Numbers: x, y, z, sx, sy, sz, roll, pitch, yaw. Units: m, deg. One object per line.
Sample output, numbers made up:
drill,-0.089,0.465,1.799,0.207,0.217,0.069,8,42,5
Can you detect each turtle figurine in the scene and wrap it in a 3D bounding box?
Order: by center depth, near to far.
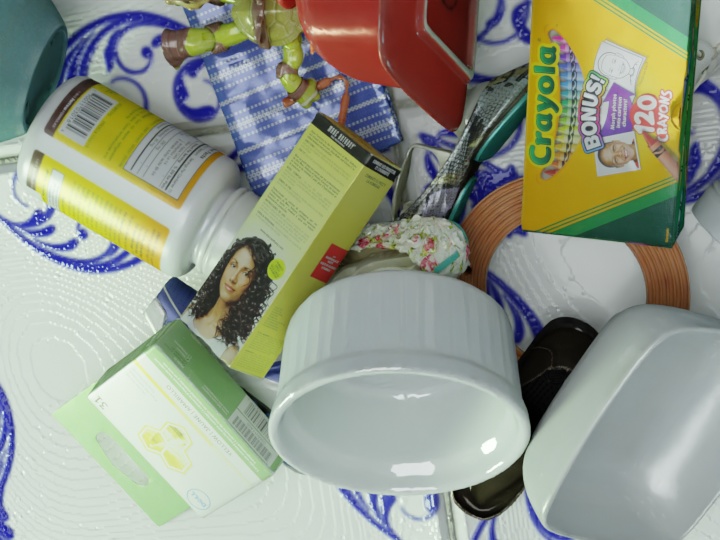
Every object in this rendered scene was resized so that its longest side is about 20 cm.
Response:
turtle figurine,-0.079,-0.195,1.422,0.159,0.064,0.203,0,103,17

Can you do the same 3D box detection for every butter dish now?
butter dish,0.003,-0.220,1.333,0.146,0.200,0.202,2,80,21

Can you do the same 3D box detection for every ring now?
ring,0.165,0.014,1.427,0.198,0.019,0.203,6,113,14

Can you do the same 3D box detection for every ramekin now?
ramekin,0.030,0.085,1.369,0.198,0.201,0.099,-9,55,16

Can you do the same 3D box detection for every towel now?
towel,-0.060,-0.175,1.464,0.143,0.024,0.202,-19,95,18

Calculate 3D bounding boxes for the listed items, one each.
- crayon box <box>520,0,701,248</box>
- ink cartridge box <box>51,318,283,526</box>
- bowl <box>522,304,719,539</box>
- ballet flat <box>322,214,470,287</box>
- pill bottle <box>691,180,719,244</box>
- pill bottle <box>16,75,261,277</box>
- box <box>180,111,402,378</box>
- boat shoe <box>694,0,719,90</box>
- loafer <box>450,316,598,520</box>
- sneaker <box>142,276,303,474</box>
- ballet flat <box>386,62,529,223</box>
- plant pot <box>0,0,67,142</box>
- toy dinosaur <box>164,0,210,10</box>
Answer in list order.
crayon box,0.185,-0.126,1.322,0.117,0.058,0.202,7,108,18
ink cartridge box,-0.169,0.143,1.489,0.146,0.048,0.199,48,129,-9
bowl,0.222,0.112,1.376,0.201,0.198,0.075,-58,46,18
ballet flat,0.000,0.000,1.418,0.199,0.064,0.076,-16,112,44
pill bottle,0.342,-0.095,1.329,0.111,0.111,0.201,40,107,4
pill bottle,-0.174,-0.069,1.468,0.199,0.109,0.110,30,106,7
box,-0.055,-0.019,1.399,0.075,0.050,0.201,38,97,36
boat shoe,0.235,-0.160,1.366,0.071,0.069,0.201,38,107,4
loafer,0.124,0.127,1.436,0.072,0.071,0.201,29,117,3
sneaker,-0.075,0.062,1.490,0.199,0.081,0.115,44,104,-4
ballet flat,0.076,-0.096,1.419,0.072,0.072,0.201,33,106,6
plant pot,-0.315,-0.179,1.444,0.133,0.200,0.202,20,105,2
toy dinosaur,-0.078,-0.268,1.355,0.199,0.058,0.102,-34,53,45
